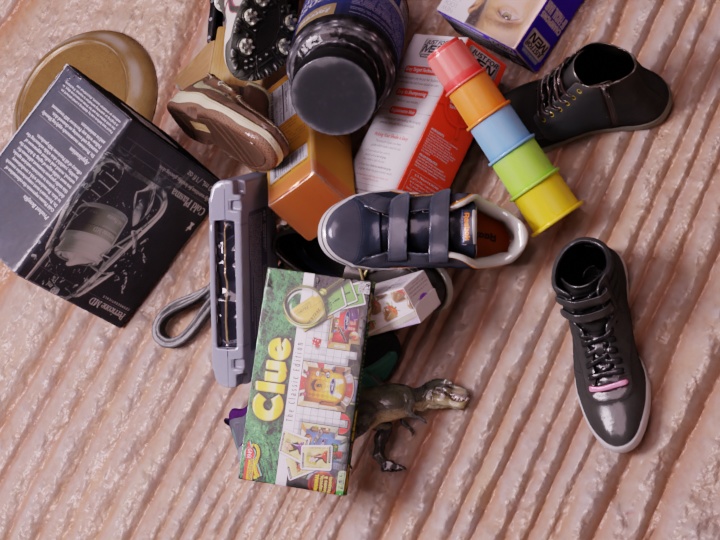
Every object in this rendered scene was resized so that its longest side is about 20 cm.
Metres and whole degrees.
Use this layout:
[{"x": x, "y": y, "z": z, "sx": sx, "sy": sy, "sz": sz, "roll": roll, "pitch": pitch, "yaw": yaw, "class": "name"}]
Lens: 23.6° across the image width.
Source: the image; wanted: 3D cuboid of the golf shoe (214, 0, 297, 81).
[{"x": -0.111, "y": -0.269, "z": 1.800, "sx": 0.088, "sy": 0.077, "sz": 0.201, "roll": -18, "pitch": 45, "yaw": 39, "class": "golf shoe"}]

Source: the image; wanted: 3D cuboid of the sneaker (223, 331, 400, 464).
[{"x": -0.054, "y": 0.109, "z": 1.706, "sx": 0.200, "sy": 0.074, "sz": 0.088, "roll": -40, "pitch": 45, "yaw": 5, "class": "sneaker"}]

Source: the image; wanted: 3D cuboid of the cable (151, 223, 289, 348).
[{"x": -0.136, "y": 0.009, "z": 1.815, "sx": 0.097, "sy": 0.050, "sz": 0.201, "roll": 36, "pitch": 103, "yaw": 16, "class": "cable"}]

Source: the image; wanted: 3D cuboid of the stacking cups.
[{"x": 0.132, "y": -0.129, "z": 1.649, "sx": 0.060, "sy": 0.060, "sz": 0.201, "roll": -36, "pitch": 86, "yaw": 12, "class": "stacking cups"}]

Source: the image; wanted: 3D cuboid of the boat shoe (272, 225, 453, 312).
[{"x": 0.000, "y": 0.000, "z": 1.707, "sx": 0.200, "sy": 0.060, "sz": 0.072, "roll": 21, "pitch": 115, "yaw": 36, "class": "boat shoe"}]

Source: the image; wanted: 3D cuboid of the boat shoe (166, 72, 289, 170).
[{"x": -0.123, "y": -0.161, "z": 1.741, "sx": 0.075, "sy": 0.075, "sz": 0.202, "roll": -43, "pitch": 37, "yaw": -14, "class": "boat shoe"}]

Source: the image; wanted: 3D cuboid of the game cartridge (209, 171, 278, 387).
[{"x": -0.114, "y": 0.006, "z": 1.714, "sx": 0.041, "sy": 0.133, "sz": 0.202, "roll": 2, "pitch": 97, "yaw": 16, "class": "game cartridge"}]

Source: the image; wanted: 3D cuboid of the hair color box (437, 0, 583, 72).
[{"x": 0.180, "y": -0.313, "z": 1.739, "sx": 0.109, "sy": 0.065, "sz": 0.201, "roll": 32, "pitch": 90, "yaw": 32, "class": "hair color box"}]

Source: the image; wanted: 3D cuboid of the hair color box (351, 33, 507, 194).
[{"x": 0.058, "y": -0.132, "z": 1.718, "sx": 0.101, "sy": 0.061, "sz": 0.201, "roll": 17, "pitch": 81, "yaw": 57, "class": "hair color box"}]

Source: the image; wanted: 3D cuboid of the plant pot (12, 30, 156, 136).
[{"x": -0.324, "y": -0.189, "z": 1.984, "sx": 0.199, "sy": 0.027, "sz": 0.201, "roll": -9, "pitch": 68, "yaw": 24, "class": "plant pot"}]

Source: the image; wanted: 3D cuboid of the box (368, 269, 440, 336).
[{"x": -0.009, "y": 0.044, "z": 1.672, "sx": 0.199, "sy": 0.041, "sz": 0.039, "roll": -17, "pitch": 105, "yaw": 43, "class": "box"}]

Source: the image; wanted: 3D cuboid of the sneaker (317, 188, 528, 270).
[{"x": 0.063, "y": -0.039, "z": 1.623, "sx": 0.199, "sy": 0.079, "sz": 0.079, "roll": 0, "pitch": 86, "yaw": -17, "class": "sneaker"}]

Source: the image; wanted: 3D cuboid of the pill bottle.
[{"x": -0.014, "y": -0.220, "z": 1.727, "sx": 0.111, "sy": 0.112, "sz": 0.200, "roll": -21, "pitch": 28, "yaw": 20, "class": "pill bottle"}]

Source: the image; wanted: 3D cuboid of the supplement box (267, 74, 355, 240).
[{"x": -0.052, "y": -0.124, "z": 1.746, "sx": 0.069, "sy": 0.066, "sz": 0.201, "roll": -34, "pitch": 34, "yaw": 25, "class": "supplement box"}]

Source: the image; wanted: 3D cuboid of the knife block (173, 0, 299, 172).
[{"x": -0.104, "y": -0.224, "z": 1.856, "sx": 0.176, "sy": 0.064, "sz": 0.200, "roll": -44, "pitch": 57, "yaw": 8, "class": "knife block"}]

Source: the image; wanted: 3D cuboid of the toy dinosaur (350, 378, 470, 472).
[{"x": 0.004, "y": 0.147, "z": 1.647, "sx": 0.198, "sy": 0.047, "sz": 0.089, "roll": 0, "pitch": 79, "yaw": -8, "class": "toy dinosaur"}]

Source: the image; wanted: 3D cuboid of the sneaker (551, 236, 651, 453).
[{"x": 0.212, "y": 0.061, "z": 1.562, "sx": 0.070, "sy": 0.099, "sz": 0.201, "roll": -12, "pitch": 68, "yaw": 22, "class": "sneaker"}]

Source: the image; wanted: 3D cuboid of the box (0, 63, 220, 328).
[{"x": -0.279, "y": -0.074, "z": 1.814, "sx": 0.124, "sy": 0.200, "sz": 0.197, "roll": 40, "pitch": 93, "yaw": 32, "class": "box"}]

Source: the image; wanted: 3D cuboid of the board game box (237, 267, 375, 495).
[{"x": -0.050, "y": 0.103, "z": 1.612, "sx": 0.104, "sy": 0.023, "sz": 0.202, "roll": 7, "pitch": 88, "yaw": 13, "class": "board game box"}]

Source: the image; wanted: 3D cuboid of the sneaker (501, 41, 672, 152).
[{"x": 0.189, "y": -0.172, "z": 1.655, "sx": 0.199, "sy": 0.106, "sz": 0.075, "roll": -11, "pitch": 67, "yaw": 25, "class": "sneaker"}]
